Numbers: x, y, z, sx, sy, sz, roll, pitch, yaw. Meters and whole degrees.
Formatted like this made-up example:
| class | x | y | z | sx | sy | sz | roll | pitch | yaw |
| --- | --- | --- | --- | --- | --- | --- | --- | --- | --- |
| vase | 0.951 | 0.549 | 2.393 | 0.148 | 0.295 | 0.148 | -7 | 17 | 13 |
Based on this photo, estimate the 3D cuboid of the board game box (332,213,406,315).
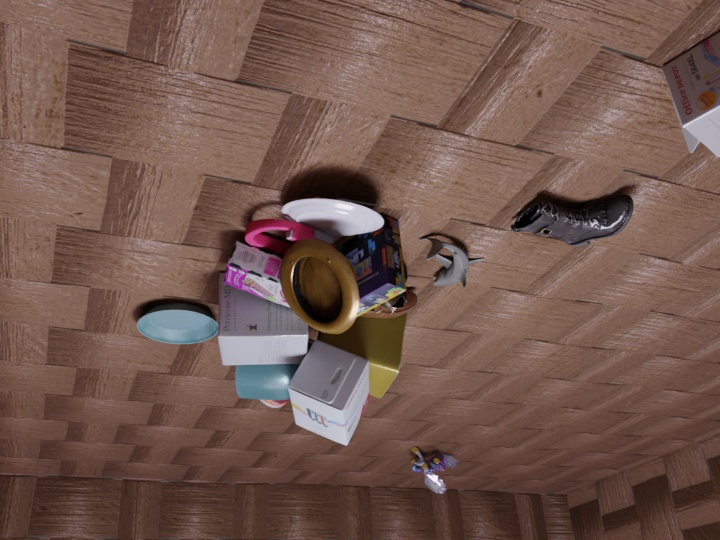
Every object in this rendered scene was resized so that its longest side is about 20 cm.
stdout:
| class | x | y | z | sx | sy | sz | roll | pitch | yaw |
| --- | --- | --- | --- | --- | --- | --- | --- | --- | --- |
| board game box | 0.000 | 0.000 | 1.522 | 0.057 | 0.165 | 0.200 | 21 | 142 | -37 |

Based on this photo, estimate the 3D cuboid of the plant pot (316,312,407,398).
| class | x | y | z | sx | sy | sz | roll | pitch | yaw |
| --- | --- | --- | --- | --- | --- | --- | --- | --- | --- |
| plant pot | -0.009 | 0.181 | 1.829 | 0.200 | 0.196 | 0.194 | 13 | 148 | -6 |

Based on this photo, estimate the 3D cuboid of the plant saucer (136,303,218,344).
| class | x | y | z | sx | sy | sz | roll | pitch | yaw |
| --- | --- | --- | --- | --- | --- | --- | --- | --- | --- |
| plant saucer | -0.455 | 0.129 | 1.829 | 0.200 | 0.036 | 0.200 | -3 | 150 | -2 |

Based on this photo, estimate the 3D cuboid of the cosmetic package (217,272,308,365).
| class | x | y | z | sx | sy | sz | roll | pitch | yaw |
| --- | --- | --- | --- | --- | --- | --- | --- | --- | --- |
| cosmetic package | -0.224 | 0.113 | 1.694 | 0.200 | 0.167 | 0.166 | -1 | 151 | -7 |

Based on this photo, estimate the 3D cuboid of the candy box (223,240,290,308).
| class | x | y | z | sx | sy | sz | roll | pitch | yaw |
| --- | --- | --- | --- | --- | --- | --- | --- | --- | --- |
| candy box | -0.186 | 0.018 | 1.560 | 0.200 | 0.061 | 0.136 | 20 | 158 | -6 |

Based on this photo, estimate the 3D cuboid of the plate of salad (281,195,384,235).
| class | x | y | z | sx | sy | sz | roll | pitch | yaw |
| --- | --- | --- | --- | --- | --- | --- | --- | --- | --- |
| plate of salad | -0.053 | -0.112 | 1.420 | 0.200 | 0.048 | 0.200 | 5 | 165 | 1 |

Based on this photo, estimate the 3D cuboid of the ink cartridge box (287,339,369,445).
| class | x | y | z | sx | sy | sz | roll | pitch | yaw |
| --- | --- | --- | --- | --- | --- | --- | --- | --- | --- |
| ink cartridge box | -0.069 | 0.289 | 1.725 | 0.145 | 0.145 | 0.200 | 20 | 146 | 15 |

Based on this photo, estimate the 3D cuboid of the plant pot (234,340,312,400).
| class | x | y | z | sx | sy | sz | roll | pitch | yaw |
| --- | --- | --- | --- | --- | --- | --- | --- | --- | --- |
| plant pot | -0.206 | 0.236 | 1.846 | 0.161 | 0.201 | 0.201 | 8 | 152 | 11 |

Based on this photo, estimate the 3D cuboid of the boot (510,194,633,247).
| class | x | y | z | sx | sy | sz | roll | pitch | yaw |
| --- | --- | --- | --- | --- | --- | --- | --- | --- | --- |
| boot | 0.427 | -0.107 | 1.479 | 0.174 | 0.069 | 0.200 | 13 | 149 | -29 |

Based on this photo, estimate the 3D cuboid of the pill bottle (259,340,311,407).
| class | x | y | z | sx | sy | sz | roll | pitch | yaw |
| --- | --- | --- | --- | --- | --- | --- | --- | --- | --- |
| pill bottle | -0.202 | 0.282 | 2.022 | 0.114 | 0.114 | 0.200 | 17 | 129 | -33 |

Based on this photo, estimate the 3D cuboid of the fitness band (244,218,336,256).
| class | x | y | z | sx | sy | sz | roll | pitch | yaw |
| --- | --- | --- | --- | --- | --- | --- | --- | --- | --- |
| fitness band | -0.140 | -0.057 | 1.495 | 0.200 | 0.037 | 0.144 | 20 | 160 | -38 |

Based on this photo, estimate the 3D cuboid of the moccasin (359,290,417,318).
| class | x | y | z | sx | sy | sz | roll | pitch | yaw |
| --- | --- | --- | --- | --- | --- | --- | --- | --- | --- |
| moccasin | 0.038 | 0.071 | 1.749 | 0.201 | 0.074 | 0.078 | 3 | 154 | -7 |

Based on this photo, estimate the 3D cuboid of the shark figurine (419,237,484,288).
| class | x | y | z | sx | sy | sz | roll | pitch | yaw |
| --- | --- | --- | --- | --- | --- | --- | --- | --- | --- |
| shark figurine | 0.211 | -0.007 | 1.618 | 0.128 | 0.090 | 0.215 | -11 | 152 | 10 |

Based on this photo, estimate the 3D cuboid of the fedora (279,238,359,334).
| class | x | y | z | sx | sy | sz | roll | pitch | yaw |
| --- | --- | --- | --- | --- | --- | --- | --- | --- | --- |
| fedora | -0.066 | 0.024 | 1.447 | 0.201 | 0.201 | 0.082 | -31 | -178 | 39 |

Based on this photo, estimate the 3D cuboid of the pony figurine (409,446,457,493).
| class | x | y | z | sx | sy | sz | roll | pitch | yaw |
| --- | --- | --- | --- | --- | --- | --- | --- | --- | --- |
| pony figurine | 0.293 | 0.820 | 3.063 | 0.193 | 0.167 | 0.200 | 23 | 161 | 19 |

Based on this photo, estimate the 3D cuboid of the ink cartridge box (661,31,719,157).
| class | x | y | z | sx | sy | sz | roll | pitch | yaw |
| --- | --- | --- | --- | --- | --- | --- | --- | --- | --- |
| ink cartridge box | 0.576 | -0.281 | 1.125 | 0.125 | 0.129 | 0.200 | 22 | 141 | -37 |

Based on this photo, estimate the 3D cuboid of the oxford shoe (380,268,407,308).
| class | x | y | z | sx | sy | sz | roll | pitch | yaw |
| --- | --- | --- | --- | --- | --- | --- | --- | --- | --- |
| oxford shoe | 0.069 | 0.044 | 1.623 | 0.073 | 0.084 | 0.200 | -25 | -177 | 21 |
